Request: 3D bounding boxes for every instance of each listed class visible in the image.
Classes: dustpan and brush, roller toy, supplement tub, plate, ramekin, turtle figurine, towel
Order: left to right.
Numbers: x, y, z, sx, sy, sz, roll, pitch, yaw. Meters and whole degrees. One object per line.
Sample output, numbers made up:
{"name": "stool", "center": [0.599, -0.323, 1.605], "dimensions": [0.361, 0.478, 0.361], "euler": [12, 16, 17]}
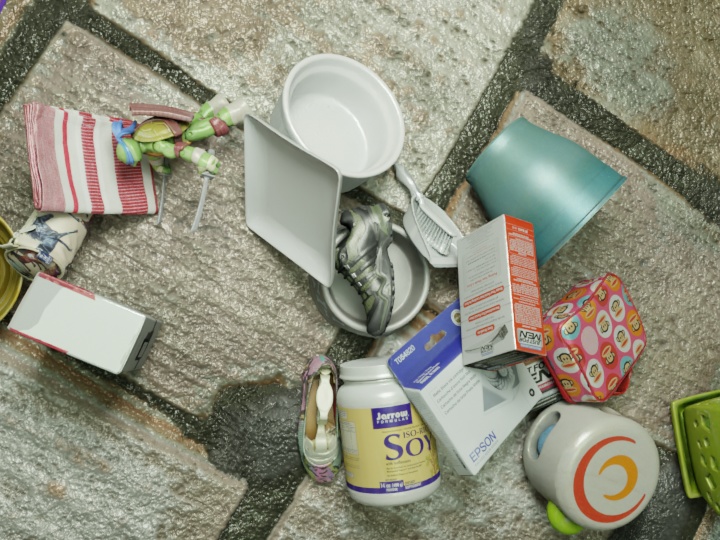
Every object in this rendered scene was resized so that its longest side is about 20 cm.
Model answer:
{"name": "towel", "center": [-0.372, -0.151, 0.906], "dimensions": [0.023, 0.200, 0.144], "euler": [-8, 89, 30]}
{"name": "turtle figurine", "center": [-0.247, -0.168, 0.950], "dimensions": [0.194, 0.144, 0.200], "euler": [-39, 94, -25]}
{"name": "plate", "center": [-0.095, -0.103, 0.916], "dimensions": [0.032, 0.200, 0.199], "euler": [-29, 52, -35]}
{"name": "ramekin", "center": [-0.042, -0.215, 0.972], "dimensions": [0.200, 0.098, 0.201], "euler": [10, 68, -27]}
{"name": "supplement tub", "center": [0.040, 0.236, 0.969], "dimensions": [0.145, 0.145, 0.201], "euler": [-7, 89, -10]}
{"name": "dustpan and brush", "center": [0.102, -0.094, 1.028], "dimensions": [0.200, 0.139, 0.057], "euler": [49, 117, 25]}
{"name": "roller toy", "center": [0.365, 0.302, 1.026], "dimensions": [0.200, 0.140, 0.183], "euler": [-15, 101, -13]}

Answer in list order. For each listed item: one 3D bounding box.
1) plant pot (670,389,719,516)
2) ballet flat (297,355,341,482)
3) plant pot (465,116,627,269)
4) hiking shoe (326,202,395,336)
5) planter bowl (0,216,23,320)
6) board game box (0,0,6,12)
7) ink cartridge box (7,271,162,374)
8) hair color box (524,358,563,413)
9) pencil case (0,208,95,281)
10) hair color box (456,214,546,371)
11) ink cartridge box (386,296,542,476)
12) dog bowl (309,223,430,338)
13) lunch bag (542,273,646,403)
{"name": "plant pot", "center": [0.640, 0.290, 1.054], "dimensions": [0.199, 0.181, 0.200], "euler": [-10, 88, -10]}
{"name": "ballet flat", "center": [-0.061, 0.233, 0.989], "dimensions": [0.069, 0.071, 0.201], "euler": [0, 88, -10]}
{"name": "plant pot", "center": [0.277, -0.132, 1.013], "dimensions": [0.200, 0.200, 0.188], "euler": [-44, 81, -9]}
{"name": "hiking shoe", "center": [0.000, 0.000, 0.961], "dimensions": [0.100, 0.076, 0.201], "euler": [-2, 80, 1]}
{"name": "planter bowl", "center": [-0.570, 0.000, 0.905], "dimensions": [0.200, 0.083, 0.201], "euler": [0, 87, -11]}
{"name": "board game box", "center": [-0.620, -0.459, 0.938], "dimensions": [0.200, 0.045, 0.135], "euler": [21, 84, -8]}
{"name": "ink cartridge box", "center": [-0.365, 0.076, 0.880], "dimensions": [0.145, 0.200, 0.084], "euler": [24, 80, -8]}
{"name": "hair color box", "center": [0.254, 0.129, 1.055], "dimensions": [0.099, 0.061, 0.200], "euler": [-21, 90, -10]}
{"name": "pencil case", "center": [-0.421, -0.084, 0.902], "dimensions": [0.078, 0.090, 0.200], "euler": [3, 56, 13]}
{"name": "hair color box", "center": [0.200, 0.035, 0.928], "dimensions": [0.064, 0.111, 0.200], "euler": [14, 65, -28]}
{"name": "ink cartridge box", "center": [0.160, 0.161, 0.947], "dimensions": [0.199, 0.041, 0.200], "euler": [-36, 93, -36]}
{"name": "dog bowl", "center": [0.020, 0.011, 1.021], "dimensions": [0.200, 0.059, 0.201], "euler": [1, 86, -10]}
{"name": "lunch bag", "center": [0.383, 0.119, 1.038], "dimensions": [0.200, 0.082, 0.176], "euler": [-34, 97, -35]}
